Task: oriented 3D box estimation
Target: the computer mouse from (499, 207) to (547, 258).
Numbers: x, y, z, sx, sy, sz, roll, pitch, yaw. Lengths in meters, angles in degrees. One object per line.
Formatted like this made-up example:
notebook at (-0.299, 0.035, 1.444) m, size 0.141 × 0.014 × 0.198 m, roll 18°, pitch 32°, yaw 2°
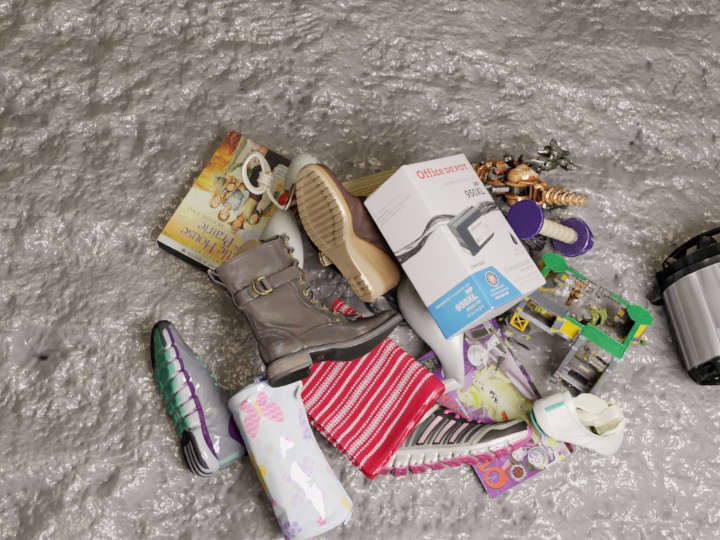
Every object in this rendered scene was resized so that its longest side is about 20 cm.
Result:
computer mouse at (0.174, -0.010, 1.146) m, size 0.138 × 0.053 × 0.201 m, roll 28°, pitch 67°, yaw 3°

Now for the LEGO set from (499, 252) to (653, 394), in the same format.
LEGO set at (0.278, 0.084, 1.110) m, size 0.199 × 0.116 × 0.154 m, roll 28°, pitch 42°, yaw 8°

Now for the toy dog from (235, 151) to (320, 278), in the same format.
toy dog at (-0.085, -0.056, 1.072) m, size 0.131 × 0.096 × 0.202 m, roll 2°, pitch 94°, yaw -49°

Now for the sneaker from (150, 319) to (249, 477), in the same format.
sneaker at (-0.198, 0.152, 1.033) m, size 0.087 × 0.074 × 0.202 m, roll -13°, pitch 75°, yaw -34°

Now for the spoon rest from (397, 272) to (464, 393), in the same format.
spoon rest at (0.098, 0.069, 1.058) m, size 0.099 × 0.061 × 0.202 m, roll -22°, pitch 54°, yaw 23°

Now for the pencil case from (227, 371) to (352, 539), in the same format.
pencil case at (-0.084, 0.220, 0.986) m, size 0.090 × 0.083 × 0.201 m, roll -20°, pitch 82°, yaw -24°

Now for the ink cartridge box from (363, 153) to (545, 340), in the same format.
ink cartridge box at (0.116, -0.035, 1.014) m, size 0.144 × 0.084 × 0.201 m, roll -18°, pitch 73°, yaw -50°

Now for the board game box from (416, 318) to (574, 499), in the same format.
board game box at (0.167, 0.172, 1.053) m, size 0.120 × 0.032 × 0.201 m, roll -37°, pitch 73°, yaw 21°

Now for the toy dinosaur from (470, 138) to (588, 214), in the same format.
toy dinosaur at (0.233, -0.114, 1.151) m, size 0.135 × 0.103 × 0.200 m, roll -12°, pitch 44°, yaw -32°

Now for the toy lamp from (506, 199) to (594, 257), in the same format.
toy lamp at (0.264, -0.052, 1.116) m, size 0.199 × 0.058 × 0.059 m, roll 9°, pitch 58°, yaw -51°

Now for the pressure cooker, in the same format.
pressure cooker at (0.502, 0.038, 1.104) m, size 0.174 × 0.179 × 0.202 m, roll -10°, pitch 70°, yaw -8°

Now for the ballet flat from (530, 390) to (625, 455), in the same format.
ballet flat at (0.287, 0.185, 1.018) m, size 0.199 × 0.069 × 0.070 m, roll 20°, pitch 59°, yaw -44°

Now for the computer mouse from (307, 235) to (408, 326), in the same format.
computer mouse at (0.000, 0.000, 1.133) m, size 0.059 × 0.034 × 0.200 m, roll -41°, pitch 85°, yaw -6°

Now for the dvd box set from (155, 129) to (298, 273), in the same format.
dvd box set at (-0.168, -0.083, 1.140) m, size 0.145 × 0.029 × 0.201 m, roll 28°, pitch 67°, yaw 3°

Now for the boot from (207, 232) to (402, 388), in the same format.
boot at (-0.064, 0.030, 0.987) m, size 0.198 × 0.069 × 0.175 m, roll -19°, pitch 70°, yaw -21°

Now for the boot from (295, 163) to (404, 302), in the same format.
boot at (0.005, -0.076, 1.067) m, size 0.201 × 0.072 × 0.167 m, roll 62°, pitch 40°, yaw -20°

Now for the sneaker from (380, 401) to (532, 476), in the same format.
sneaker at (0.110, 0.196, 1.021) m, size 0.198 × 0.074 × 0.088 m, roll -13°, pitch 66°, yaw 14°

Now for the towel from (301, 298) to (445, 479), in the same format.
towel at (-0.007, 0.141, 1.016) m, size 0.200 × 0.022 × 0.145 m, roll 37°, pitch 86°, yaw 33°

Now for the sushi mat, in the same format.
sushi mat at (0.008, -0.078, 1.108) m, size 0.199 × 0.012 × 0.097 m, roll -21°, pitch 103°, yaw -41°
